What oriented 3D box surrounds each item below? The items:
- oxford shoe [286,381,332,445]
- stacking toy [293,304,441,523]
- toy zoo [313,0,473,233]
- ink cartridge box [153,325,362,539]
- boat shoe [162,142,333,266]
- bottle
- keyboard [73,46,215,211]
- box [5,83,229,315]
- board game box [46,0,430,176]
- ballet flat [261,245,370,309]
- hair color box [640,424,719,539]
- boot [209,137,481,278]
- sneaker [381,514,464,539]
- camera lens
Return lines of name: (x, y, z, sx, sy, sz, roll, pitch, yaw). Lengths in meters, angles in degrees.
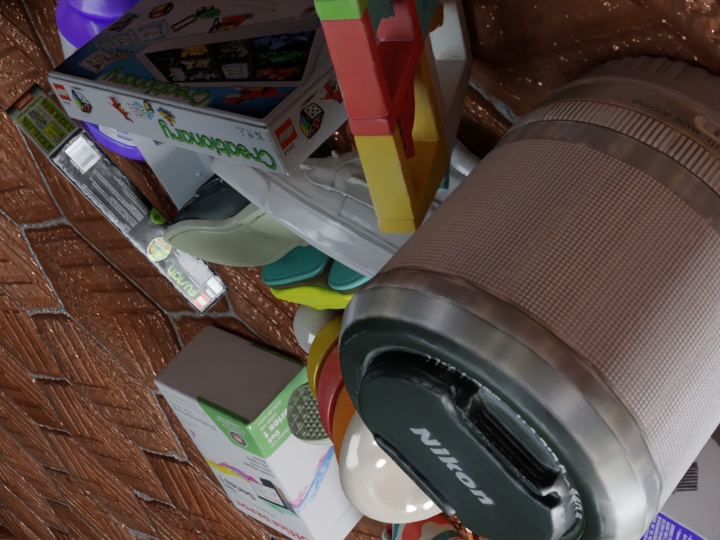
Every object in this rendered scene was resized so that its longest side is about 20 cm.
oxford shoe: (0.022, 0.117, 0.984, 0.058, 0.076, 0.199, 11, 170, -42)
stacking toy: (0.006, 0.073, 0.892, 0.200, 0.146, 0.147, 42, 160, 46)
toy zoo: (0.020, -0.112, 0.566, 0.020, 0.132, 0.201, 3, 137, 20)
ink cartridge box: (-0.089, 0.165, 1.171, 0.144, 0.084, 0.201, 18, 144, 42)
boat shoe: (-0.078, -0.050, 0.866, 0.074, 0.067, 0.199, 22, 161, -24)
bottle: (-0.165, -0.162, 0.824, 0.083, 0.065, 0.200, 33, 152, 16)
keyboard: (-0.134, -0.099, 0.850, 0.056, 0.011, 0.200, -11, 149, 9)
box: (-0.193, -0.055, 0.979, 0.110, 0.035, 0.200, 39, 170, 50)
board game box: (-0.072, -0.121, 0.684, 0.199, 0.126, 0.035, 19, 144, 42)
ballet flat: (0.000, 0.000, 0.845, 0.067, 0.067, 0.200, 31, 163, -24)
hair color box: (0.181, 0.103, 0.670, 0.199, 0.109, 0.065, 30, 149, 25)
boot: (0.009, -0.050, 0.719, 0.199, 0.096, 0.074, 31, 177, 22)
sneaker: (0.067, 0.280, 1.158, 0.093, 0.070, 0.200, 48, 162, 34)
camera lens: (0.100, 0.018, 0.558, 0.160, 0.200, 0.160, 33, 152, 20)
